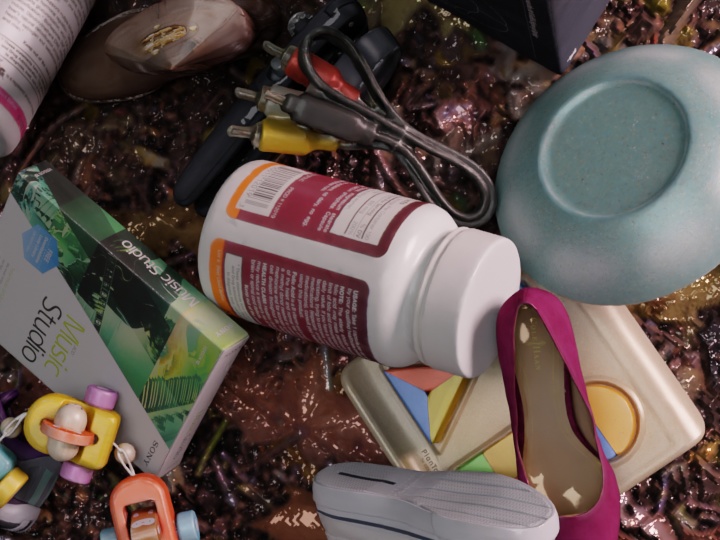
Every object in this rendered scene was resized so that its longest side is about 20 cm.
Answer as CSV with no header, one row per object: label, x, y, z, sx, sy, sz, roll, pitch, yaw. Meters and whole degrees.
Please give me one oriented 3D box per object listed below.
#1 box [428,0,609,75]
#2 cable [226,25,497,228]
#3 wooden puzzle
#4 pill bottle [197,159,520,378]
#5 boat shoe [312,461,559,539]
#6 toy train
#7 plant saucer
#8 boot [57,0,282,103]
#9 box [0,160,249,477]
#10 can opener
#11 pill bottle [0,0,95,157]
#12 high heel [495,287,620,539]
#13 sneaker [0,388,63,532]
box,0.080,-0.250,1.042,0.196,0.200,0.124,34,90,12
cable,0.011,-0.103,1.088,0.199,0.050,0.097,23,90,-12
wooden puzzle,0.110,0.091,1.078,0.200,0.046,0.186,-35,79,5
pill bottle,0.000,0.000,1.052,0.199,0.114,0.115,17,87,26
boat shoe,0.053,0.175,1.042,0.200,0.073,0.067,7,112,45
toy train,-0.219,0.161,1.076,0.199,0.056,0.151,-9,91,-1
plant saucer,0.177,-0.076,1.048,0.200,0.039,0.202,-13,60,23
boot,-0.152,-0.153,1.069,0.186,0.200,0.064,-18,100,10
box,-0.187,0.037,1.106,0.200,0.036,0.145,38,126,11
can opener,-0.063,-0.118,1.121,0.200,0.063,0.079,-42,49,7
pill bottle,-0.259,-0.192,1.119,0.113,0.113,0.201,18,67,11
high heel,0.124,0.112,1.003,0.067,0.096,0.201,-16,83,12
sneaker,-0.306,0.107,1.146,0.200,0.074,0.088,35,80,1
